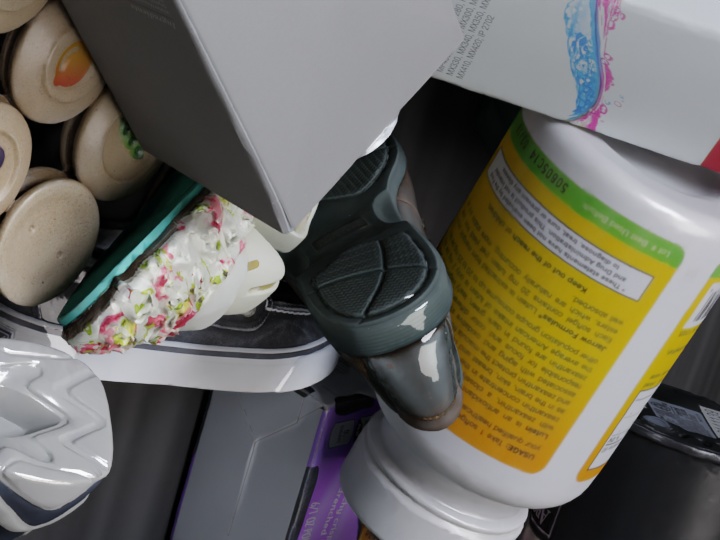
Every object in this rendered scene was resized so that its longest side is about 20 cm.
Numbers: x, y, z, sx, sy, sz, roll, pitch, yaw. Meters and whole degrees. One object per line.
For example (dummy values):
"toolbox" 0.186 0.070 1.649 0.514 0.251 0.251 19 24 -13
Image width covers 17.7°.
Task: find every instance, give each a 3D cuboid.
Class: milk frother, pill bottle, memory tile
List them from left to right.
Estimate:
"memory tile" -0.110 -0.089 0.791 0.154 0.017 0.200 -50 146 -16
"pill bottle" 0.073 0.029 0.983 0.111 0.111 0.201 -2 130 -53
"milk frother" 0.175 0.167 1.183 0.180 0.199 0.189 -31 142 -74

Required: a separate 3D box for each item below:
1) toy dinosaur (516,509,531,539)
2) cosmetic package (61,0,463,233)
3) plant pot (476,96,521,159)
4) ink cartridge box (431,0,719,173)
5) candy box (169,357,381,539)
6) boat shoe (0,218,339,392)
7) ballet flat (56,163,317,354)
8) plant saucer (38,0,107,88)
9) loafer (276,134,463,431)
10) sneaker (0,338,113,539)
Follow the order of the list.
"toy dinosaur" 0.086 0.103 1.245 0.088 0.047 0.201 -26 143 -62
"cosmetic package" -0.046 -0.119 0.766 0.107 0.090 0.200 -47 147 -20
"plant pot" 0.140 -0.078 1.093 0.134 0.201 0.200 -43 153 23
"ink cartridge box" 0.107 -0.134 0.920 0.083 0.199 0.146 119 -13 -56
"candy box" 0.002 0.112 1.128 0.199 0.071 0.169 -9 121 -50
"boat shoe" -0.072 0.005 0.959 0.199 0.072 0.068 6 111 -47
"ballet flat" -0.050 -0.024 0.892 0.076 0.064 0.200 -37 -163 38
"plant saucer" -0.067 -0.163 0.855 0.200 0.051 0.202 -34 138 -36
"loafer" 0.000 0.000 0.948 0.071 0.200 0.063 -23 117 1
"sneaker" -0.200 0.066 0.817 0.198 0.080 0.130 11 140 -31
